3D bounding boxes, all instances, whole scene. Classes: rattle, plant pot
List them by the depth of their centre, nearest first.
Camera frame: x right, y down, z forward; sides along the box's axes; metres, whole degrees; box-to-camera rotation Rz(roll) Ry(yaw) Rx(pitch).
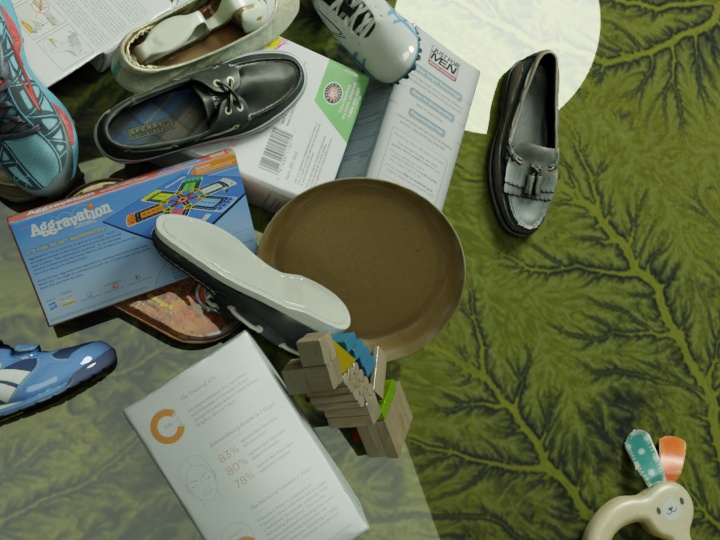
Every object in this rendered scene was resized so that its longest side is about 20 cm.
[{"bbox_3d":[0.000,0.000,0.818,0.198,0.028,0.202,1,119,1],"label":"plant pot"},{"bbox_3d":[0.303,0.258,0.855,0.129,0.143,0.201,28,80,10],"label":"rattle"}]

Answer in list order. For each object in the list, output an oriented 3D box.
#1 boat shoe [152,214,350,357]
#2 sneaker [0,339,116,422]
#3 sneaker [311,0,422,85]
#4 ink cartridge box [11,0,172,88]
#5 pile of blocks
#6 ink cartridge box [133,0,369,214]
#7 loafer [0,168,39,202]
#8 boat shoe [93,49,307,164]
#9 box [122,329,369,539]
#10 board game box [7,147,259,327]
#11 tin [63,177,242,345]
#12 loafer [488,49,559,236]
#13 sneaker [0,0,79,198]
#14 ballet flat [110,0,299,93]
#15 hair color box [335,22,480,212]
[{"bbox_3d":[-0.104,0.019,0.775,0.199,0.074,0.060,28,118,-25],"label":"boat shoe"},{"bbox_3d":[-0.314,0.089,0.747,0.198,0.074,0.083,-17,83,-18],"label":"sneaker"},{"bbox_3d":[-0.006,-0.255,0.854,0.072,0.072,0.201,15,35,-47],"label":"sneaker"},{"bbox_3d":[-0.308,-0.272,0.811,0.200,0.045,0.176,48,62,-3],"label":"ink cartridge box"},{"bbox_3d":[-0.017,0.105,0.798,0.062,0.200,0.083,-8,53,24],"label":"pile of blocks"},{"bbox_3d":[-0.111,-0.151,0.838,0.198,0.084,0.146,22,75,-11],"label":"ink cartridge box"},{"bbox_3d":[-0.345,-0.155,0.782,0.076,0.067,0.201,-31,87,-15],"label":"loafer"},{"bbox_3d":[-0.133,-0.142,0.751,0.199,0.057,0.069,-24,98,-14],"label":"boat shoe"},{"bbox_3d":[-0.098,0.170,0.767,0.124,0.097,0.201,-32,90,-6],"label":"box"},{"bbox_3d":[-0.194,-0.030,0.762,0.198,0.019,0.104,-20,121,-17],"label":"board game box"},{"bbox_3d":[-0.194,-0.007,0.815,0.199,0.042,0.113,30,78,-8],"label":"tin"},{"bbox_3d":[0.181,-0.140,0.926,0.071,0.063,0.202,7,79,-14],"label":"loafer"},{"bbox_3d":[-0.306,-0.148,0.708,0.079,0.096,0.201,-25,99,5],"label":"sneaker"},{"bbox_3d":[-0.129,-0.218,0.767,0.199,0.062,0.068,-36,93,-18],"label":"ballet flat"},{"bbox_3d":[0.045,-0.133,0.875,0.098,0.060,0.202,26,74,-32],"label":"hair color box"}]
